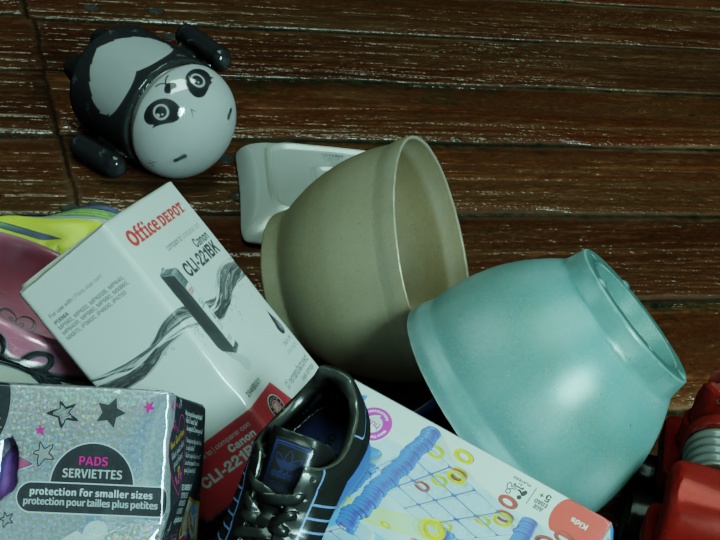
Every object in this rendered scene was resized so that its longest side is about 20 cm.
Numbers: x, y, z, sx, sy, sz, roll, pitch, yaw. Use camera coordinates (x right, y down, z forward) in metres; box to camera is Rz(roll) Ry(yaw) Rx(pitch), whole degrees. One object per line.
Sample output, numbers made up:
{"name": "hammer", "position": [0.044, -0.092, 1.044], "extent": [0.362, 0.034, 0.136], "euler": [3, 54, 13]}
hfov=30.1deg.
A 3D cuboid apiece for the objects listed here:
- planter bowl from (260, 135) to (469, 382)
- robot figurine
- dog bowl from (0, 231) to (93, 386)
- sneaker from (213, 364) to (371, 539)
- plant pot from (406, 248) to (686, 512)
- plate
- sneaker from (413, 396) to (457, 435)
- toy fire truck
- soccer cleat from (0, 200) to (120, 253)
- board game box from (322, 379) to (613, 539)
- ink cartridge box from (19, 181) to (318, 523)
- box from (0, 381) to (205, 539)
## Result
{"name": "planter bowl", "position": [0.000, 0.000, 1.101], "extent": [0.134, 0.201, 0.200], "euler": [-9, 25, 19]}
{"name": "robot figurine", "position": [-0.216, -0.175, 1.360], "extent": [0.200, 0.151, 0.124], "euler": [34, 24, 34]}
{"name": "dog bowl", "position": [-0.249, 0.041, 0.972], "extent": [0.199, 0.074, 0.200], "euler": [26, 16, -8]}
{"name": "sneaker", "position": [-0.052, 0.145, 0.776], "extent": [0.070, 0.078, 0.201], "euler": [15, 54, 18]}
{"name": "plant pot", "position": [0.148, 0.069, 0.966], "extent": [0.200, 0.134, 0.201], "euler": [47, 16, -18]}
{"name": "plate", "position": [-0.024, -0.080, 1.359], "extent": [0.198, 0.032, 0.200], "euler": [4, 30, -10]}
{"name": "sneaker", "position": [0.007, 0.142, 0.940], "extent": [0.075, 0.089, 0.200], "euler": [31, 37, 28]}
{"name": "toy fire truck", "position": [0.262, 0.135, 0.922], "extent": [0.128, 0.201, 0.176], "euler": [15, 30, 8]}
{"name": "soccer cleat", "position": [-0.270, -0.009, 1.127], "extent": [0.199, 0.065, 0.084], "euler": [-20, 44, -42]}
{"name": "board game box", "position": [0.020, 0.192, 0.816], "extent": [0.199, 0.056, 0.196], "euler": [26, 58, 25]}
{"name": "ink cartridge box", "position": [-0.121, 0.050, 0.929], "extent": [0.200, 0.084, 0.144], "euler": [51, 18, -6]}
{"name": "box", "position": [-0.201, 0.124, 0.792], "extent": [0.198, 0.116, 0.132], "euler": [1, -10, 2]}
